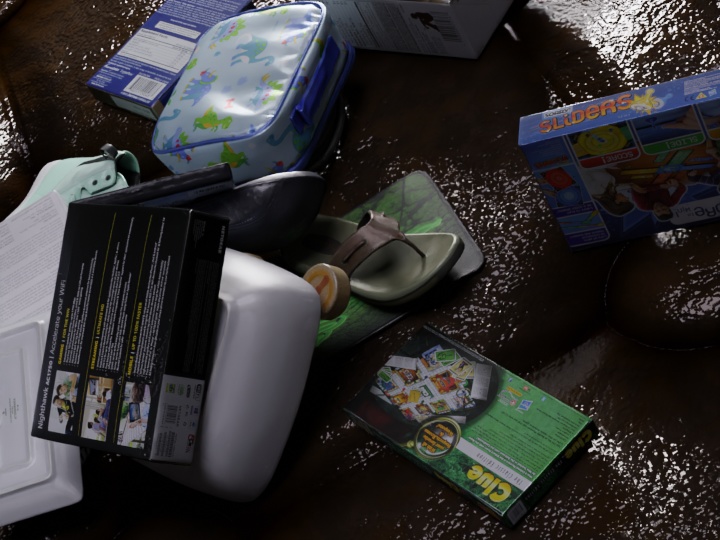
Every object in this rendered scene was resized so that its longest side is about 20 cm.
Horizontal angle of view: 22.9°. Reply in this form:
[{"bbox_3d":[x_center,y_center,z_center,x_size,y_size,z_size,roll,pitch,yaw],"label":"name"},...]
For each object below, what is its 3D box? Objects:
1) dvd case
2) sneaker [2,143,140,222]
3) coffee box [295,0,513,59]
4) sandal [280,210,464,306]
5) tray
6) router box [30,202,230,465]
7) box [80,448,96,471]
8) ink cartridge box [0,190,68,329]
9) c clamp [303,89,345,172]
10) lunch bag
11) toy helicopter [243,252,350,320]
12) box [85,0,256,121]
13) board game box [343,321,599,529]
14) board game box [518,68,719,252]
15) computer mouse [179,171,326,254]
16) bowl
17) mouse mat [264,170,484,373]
[{"bbox_3d":[-0.182,-0.055,1.608,0.142,0.200,0.018,-14,83,-4],"label":"dvd case"},{"bbox_3d":[-0.283,-0.046,1.744,0.118,0.074,0.201,-13,42,30],"label":"sneaker"},{"bbox_3d":[0.047,-0.282,1.772,0.200,0.080,0.113,11,58,38],"label":"coffee box"},{"bbox_3d":[0.000,-0.019,1.552,0.201,0.057,0.080,10,54,39],"label":"sandal"},{"bbox_3d":[-0.300,0.124,1.548,0.107,0.022,0.200,-19,55,11],"label":"tray"},{"bbox_3d":[-0.187,0.048,1.437,0.149,0.051,0.200,6,84,40],"label":"router box"},{"bbox_3d":[-0.280,0.102,1.624,0.159,0.046,0.200,11,57,38],"label":"box"},{"bbox_3d":[-0.307,0.045,1.638,0.161,0.050,0.200,-31,61,2],"label":"ink cartridge box"},{"bbox_3d":[-0.091,-0.152,1.770,0.200,0.027,0.171,8,55,37],"label":"c clamp"},{"bbox_3d":[-0.099,-0.164,1.706,0.161,0.082,0.200,-7,45,32],"label":"lunch bag"},{"bbox_3d":[-0.084,0.046,1.523,0.200,0.079,0.132,-19,66,42],"label":"toy helicopter"},{"bbox_3d":[-0.191,-0.248,1.920,0.121,0.032,0.200,22,65,43],"label":"box"},{"bbox_3d":[0.084,0.118,1.405,0.105,0.023,0.200,-43,42,-15],"label":"board game box"},{"bbox_3d":[0.243,-0.088,1.424,0.200,0.135,0.034,-12,45,20],"label":"board game box"},{"bbox_3d":[-0.116,-0.033,1.588,0.200,0.138,0.053,-19,74,24],"label":"computer mouse"},{"bbox_3d":[-0.144,0.078,1.478,0.200,0.075,0.200,19,94,39],"label":"bowl"},{"bbox_3d":[0.000,0.000,1.583,0.200,0.008,0.161,-32,41,1],"label":"mouse mat"}]
